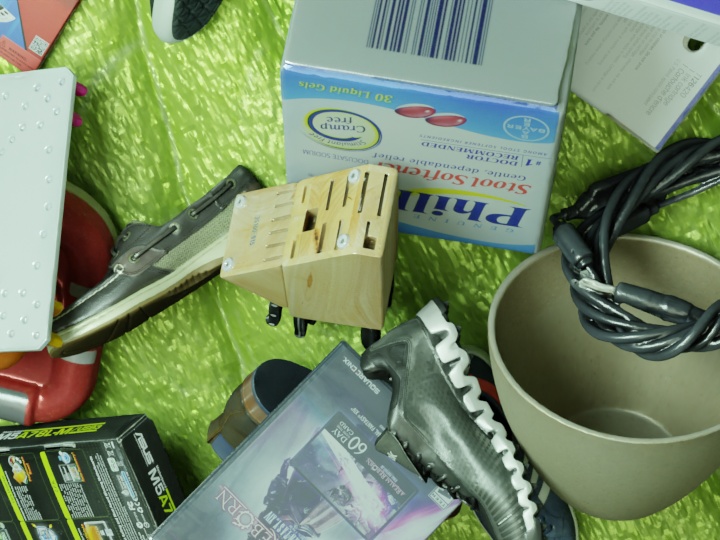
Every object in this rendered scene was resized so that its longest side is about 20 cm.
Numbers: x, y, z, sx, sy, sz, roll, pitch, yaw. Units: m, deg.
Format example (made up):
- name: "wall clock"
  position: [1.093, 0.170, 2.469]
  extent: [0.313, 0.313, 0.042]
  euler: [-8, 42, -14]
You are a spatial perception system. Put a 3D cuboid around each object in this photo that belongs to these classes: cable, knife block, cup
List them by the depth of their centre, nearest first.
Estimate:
- name: "cable"
  position: [0.237, -0.019, 1.320]
  extent: [0.199, 0.164, 0.051]
  euler: [-17, 138, -4]
- name: "knife block"
  position: [0.000, 0.000, 1.340]
  extent: [0.175, 0.064, 0.199]
  euler: [25, 156, -38]
- name: "cup"
  position: [0.186, 0.093, 1.363]
  extent: [0.199, 0.201, 0.144]
  euler: [5, 133, 6]

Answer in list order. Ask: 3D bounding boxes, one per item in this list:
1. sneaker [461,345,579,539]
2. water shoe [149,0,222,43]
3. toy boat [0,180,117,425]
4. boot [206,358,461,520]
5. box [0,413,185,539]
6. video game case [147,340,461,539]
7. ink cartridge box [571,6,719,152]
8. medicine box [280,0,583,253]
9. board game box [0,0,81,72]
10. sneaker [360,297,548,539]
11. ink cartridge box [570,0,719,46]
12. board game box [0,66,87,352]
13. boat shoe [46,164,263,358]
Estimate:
- name: "sneaker"
  position: [0.102, 0.158, 1.439]
  extent: [0.075, 0.085, 0.201]
  euler: [-26, 105, 16]
- name: "water shoe"
  position: [-0.129, -0.260, 1.336]
  extent: [0.079, 0.071, 0.201]
  euler: [23, 116, 29]
- name: "toy boat"
  position: [-0.256, 0.030, 1.415]
  extent: [0.130, 0.131, 0.201]
  euler: [14, 112, 2]
- name: "boot"
  position: [-0.021, 0.143, 1.474]
  extent: [0.200, 0.075, 0.097]
  euler: [34, 138, -17]
- name: "box"
  position: [-0.208, 0.211, 1.487]
  extent: [0.192, 0.047, 0.201]
  euler: [-8, 111, 38]
- name: "video game case"
  position: [-0.031, 0.170, 1.371]
  extent: [0.143, 0.019, 0.200]
  euler: [44, 78, 5]
- name: "ink cartridge box"
  position: [0.180, -0.217, 1.312]
  extent: [0.200, 0.047, 0.198]
  euler: [34, 110, -7]
- name: "medicine box"
  position: [0.046, -0.110, 1.285]
  extent: [0.181, 0.103, 0.200]
  euler: [9, 153, 5]
- name: "board game box"
  position: [-0.292, -0.237, 1.381]
  extent: [0.200, 0.019, 0.103]
  euler: [34, 110, -5]
- name: "sneaker"
  position: [0.060, 0.124, 1.346]
  extent: [0.090, 0.066, 0.201]
  euler: [-24, 75, -4]
- name: "ink cartridge box"
  position: [0.185, -0.253, 1.217]
  extent: [0.199, 0.043, 0.199]
  euler: [16, 72, -12]
- name: "board game box"
  position: [-0.287, -0.037, 1.370]
  extent: [0.199, 0.026, 0.201]
  euler: [-4, 75, 28]
- name: "boat shoe"
  position: [-0.150, -0.007, 1.397]
  extent: [0.200, 0.073, 0.065]
  euler: [-31, 85, -19]
